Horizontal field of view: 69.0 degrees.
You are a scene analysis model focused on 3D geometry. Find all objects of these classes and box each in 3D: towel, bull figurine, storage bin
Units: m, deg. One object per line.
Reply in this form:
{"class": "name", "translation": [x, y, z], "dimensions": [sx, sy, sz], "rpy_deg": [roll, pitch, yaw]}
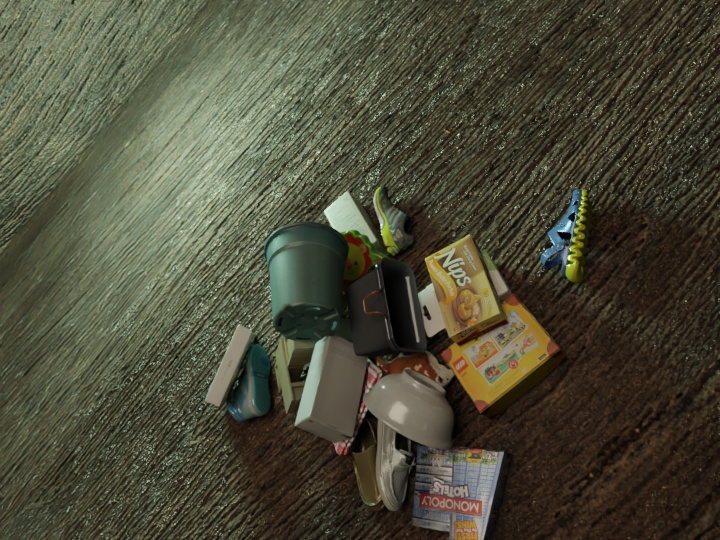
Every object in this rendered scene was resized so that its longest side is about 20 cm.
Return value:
{"class": "towel", "translation": [-0.019, 0.297, 1.180], "dimensions": [0.203, 0.030, 0.146], "rpy_deg": [-65, 17, -4]}
{"class": "bull figurine", "translation": [0.113, 0.208, 1.165], "dimensions": [0.196, 0.065, 0.124], "rpy_deg": [-12, 59, 27]}
{"class": "storage bin", "translation": [0.040, 0.094, 1.140], "dimensions": [0.133, 0.144, 0.204], "rpy_deg": [-26, 65, 36]}

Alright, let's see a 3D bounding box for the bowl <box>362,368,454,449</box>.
{"class": "bowl", "translation": [0.111, 0.260, 1.047], "dimensions": [0.199, 0.200, 0.092], "rpy_deg": [28, 93, 39]}

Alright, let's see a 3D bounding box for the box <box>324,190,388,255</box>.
{"class": "box", "translation": [-0.012, -0.103, 1.387], "dimensions": [0.094, 0.077, 0.202], "rpy_deg": [-37, 53, 14]}

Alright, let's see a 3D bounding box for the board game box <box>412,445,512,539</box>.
{"class": "board game box", "translation": [0.186, 0.447, 1.004], "dimensions": [0.196, 0.062, 0.204], "rpy_deg": [-7, 64, 31]}

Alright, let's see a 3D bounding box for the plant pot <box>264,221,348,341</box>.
{"class": "plant pot", "translation": [-0.118, 0.035, 1.155], "dimensions": [0.197, 0.200, 0.199], "rpy_deg": [-23, 49, 22]}

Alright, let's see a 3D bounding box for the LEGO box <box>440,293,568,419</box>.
{"class": "LEGO box", "translation": [0.286, 0.173, 1.056], "dimensions": [0.199, 0.077, 0.150], "rpy_deg": [-41, 51, 10]}

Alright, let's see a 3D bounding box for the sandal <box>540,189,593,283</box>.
{"class": "sandal", "translation": [0.427, -0.076, 1.084], "dimensions": [0.086, 0.079, 0.204], "rpy_deg": [6, 70, 39]}

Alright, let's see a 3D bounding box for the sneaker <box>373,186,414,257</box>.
{"class": "sneaker", "translation": [0.088, -0.134, 1.350], "dimensions": [0.079, 0.074, 0.204], "rpy_deg": [-20, 64, 13]}

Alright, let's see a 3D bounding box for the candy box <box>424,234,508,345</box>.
{"class": "candy box", "translation": [0.216, 0.038, 1.091], "dimensions": [0.114, 0.055, 0.203], "rpy_deg": [-28, 50, 20]}

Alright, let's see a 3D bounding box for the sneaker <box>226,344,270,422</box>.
{"class": "sneaker", "translation": [-0.306, 0.304, 1.393], "dimensions": [0.129, 0.079, 0.203], "rpy_deg": [-32, 45, 26]}

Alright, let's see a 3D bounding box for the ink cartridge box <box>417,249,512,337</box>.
{"class": "ink cartridge box", "translation": [0.224, 0.063, 1.157], "dimensions": [0.198, 0.067, 0.119], "rpy_deg": [-33, 52, 16]}

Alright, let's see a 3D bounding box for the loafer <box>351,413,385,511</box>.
{"class": "loafer", "translation": [0.015, 0.409, 1.131], "dimensions": [0.075, 0.067, 0.204], "rpy_deg": [-24, 55, 24]}

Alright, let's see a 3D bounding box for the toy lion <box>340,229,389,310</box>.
{"class": "toy lion", "translation": [0.000, 0.000, 1.273], "dimensions": [0.196, 0.068, 0.197], "rpy_deg": [3, 101, 28]}

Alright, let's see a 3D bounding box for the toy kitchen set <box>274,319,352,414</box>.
{"class": "toy kitchen set", "translation": [-0.104, 0.247, 1.287], "dimensions": [0.202, 0.176, 0.165], "rpy_deg": [115, 148, -44]}

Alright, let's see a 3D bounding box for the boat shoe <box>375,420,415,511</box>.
{"class": "boat shoe", "translation": [0.077, 0.388, 1.093], "dimensions": [0.071, 0.069, 0.205], "rpy_deg": [-28, 51, 38]}

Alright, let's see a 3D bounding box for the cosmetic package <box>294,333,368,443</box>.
{"class": "cosmetic package", "translation": [-0.059, 0.254, 1.139], "dimensions": [0.081, 0.112, 0.203], "rpy_deg": [-37, 29, 48]}

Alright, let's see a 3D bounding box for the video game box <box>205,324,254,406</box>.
{"class": "video game box", "translation": [-0.338, 0.249, 1.384], "dimensions": [0.046, 0.182, 0.204], "rpy_deg": [22, 78, -2]}
